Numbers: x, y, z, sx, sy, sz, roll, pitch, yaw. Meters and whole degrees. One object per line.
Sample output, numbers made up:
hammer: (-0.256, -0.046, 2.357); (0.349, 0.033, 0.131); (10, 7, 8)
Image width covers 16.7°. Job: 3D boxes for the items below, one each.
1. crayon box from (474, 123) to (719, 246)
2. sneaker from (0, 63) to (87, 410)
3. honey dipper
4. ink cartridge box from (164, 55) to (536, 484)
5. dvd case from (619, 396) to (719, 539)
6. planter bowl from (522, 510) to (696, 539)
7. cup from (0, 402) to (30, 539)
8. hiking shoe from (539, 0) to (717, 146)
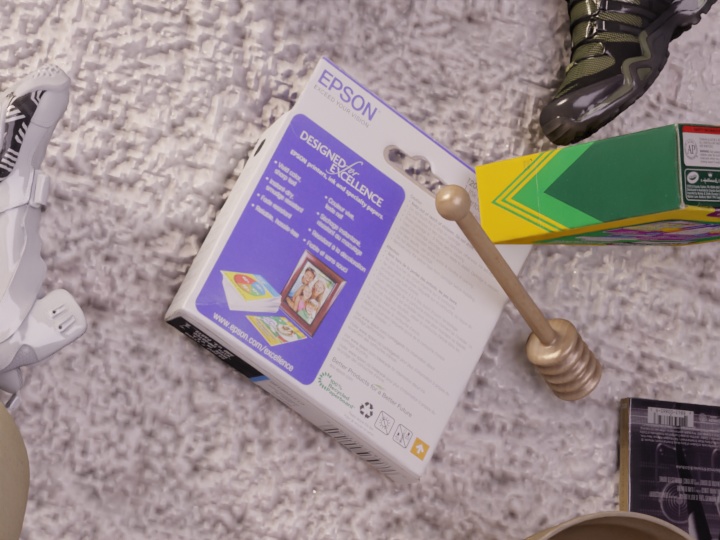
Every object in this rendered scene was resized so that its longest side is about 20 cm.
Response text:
crayon box: (0.204, -0.052, 1.572); (0.199, 0.172, 0.059); (0, 84, -43)
sneaker: (-0.204, -0.018, 1.452); (0.115, 0.075, 0.201); (36, 74, -17)
honey dipper: (0.097, 0.014, 1.564); (0.038, 0.038, 0.200); (-59, 134, -21)
ink cartridge box: (0.000, 0.000, 1.562); (0.198, 0.043, 0.201); (36, 68, -19)
dvd case: (0.240, 0.192, 1.666); (0.148, 0.016, 0.201); (7, 79, -26)
planter bowl: (0.131, 0.255, 1.537); (0.199, 0.135, 0.202); (4, 81, -26)
cup: (-0.264, 0.128, 1.351); (0.143, 0.200, 0.201); (-36, 99, -53)
hiking shoe: (0.163, -0.169, 1.661); (0.101, 0.076, 0.200); (43, 58, -5)
